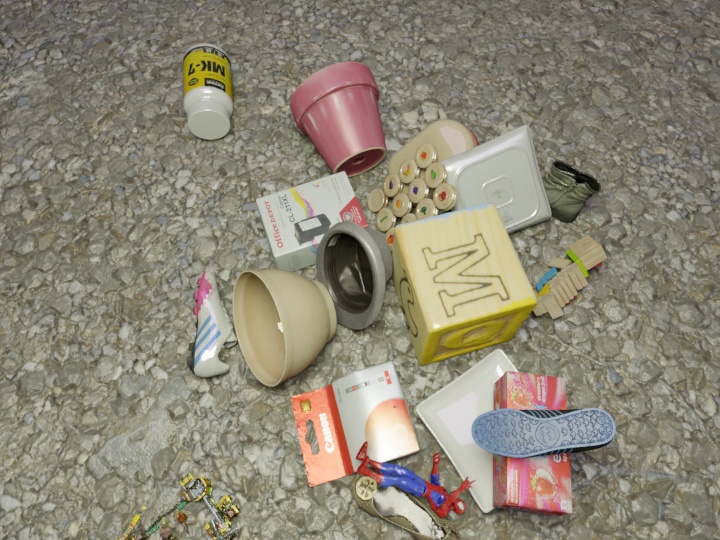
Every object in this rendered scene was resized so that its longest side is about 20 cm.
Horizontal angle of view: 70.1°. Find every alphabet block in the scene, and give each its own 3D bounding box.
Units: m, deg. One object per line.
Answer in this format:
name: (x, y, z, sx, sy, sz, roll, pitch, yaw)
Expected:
alphabet block: (0.174, 0.029, 0.933, 0.193, 0.196, 0.203, -14, 63, -5)

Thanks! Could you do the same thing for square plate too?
square plate: (0.229, 0.272, 0.895, 0.196, 0.029, 0.201, -30, 68, -13)
square plate: (0.272, -0.157, 1.024, 0.197, 0.029, 0.201, -23, 109, 2)

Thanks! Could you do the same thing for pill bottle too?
pill bottle: (-0.354, -0.415, 1.195, 0.112, 0.115, 0.203, -8, 64, -4)

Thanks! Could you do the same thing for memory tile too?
memory tile: (0.098, -0.146, 1.035, 0.017, 0.199, 0.155, 6, 55, -43)

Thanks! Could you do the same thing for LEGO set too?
LEGO set: (-0.288, 0.415, 0.786, 0.198, 0.116, 0.155, -31, 68, -14)

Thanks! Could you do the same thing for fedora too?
fedora: (0.000, 0.000, 0.976, 0.175, 0.204, 0.090, 11, 23, 42)

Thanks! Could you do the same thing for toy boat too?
toy boat: (0.164, -0.226, 1.098, 0.199, 0.130, 0.132, -34, 76, 28)

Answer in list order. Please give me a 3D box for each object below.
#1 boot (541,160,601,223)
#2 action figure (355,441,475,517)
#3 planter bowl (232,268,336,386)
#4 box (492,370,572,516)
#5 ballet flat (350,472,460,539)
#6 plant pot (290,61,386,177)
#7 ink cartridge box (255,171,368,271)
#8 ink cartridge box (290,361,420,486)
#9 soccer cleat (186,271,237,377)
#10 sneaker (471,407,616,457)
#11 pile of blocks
boot: (0.387, -0.187, 1.069, 0.198, 0.131, 0.068, 27, 66, 13)
action figure: (0.100, 0.323, 0.824, 0.198, 0.065, 0.100, 33, 101, -10)
planter bowl: (-0.127, 0.089, 0.920, 0.133, 0.201, 0.202, -12, 61, -36)
box: (0.268, 0.274, 0.818, 0.098, 0.096, 0.203, 7, 64, 4)
ballet flat: (0.072, 0.392, 0.835, 0.198, 0.047, 0.068, 30, 67, 14)
plant pot: (-0.033, -0.311, 1.111, 0.197, 0.200, 0.182, -21, 82, -10)
ink cartridge box: (-0.099, -0.097, 1.055, 0.197, 0.083, 0.148, -19, 66, -9)
ink cartridge box: (-0.013, 0.263, 0.898, 0.196, 0.050, 0.164, -13, 64, -10)
soccer cleat: (-0.274, 0.102, 0.974, 0.085, 0.070, 0.204, 3, 69, -9)
sneaker: (0.265, 0.238, 0.749, 0.196, 0.078, 0.071, -7, 65, 20)
pile of blocks: (0.408, 0.021, 1.017, 0.200, 0.082, 0.062, -44, 114, -9)
